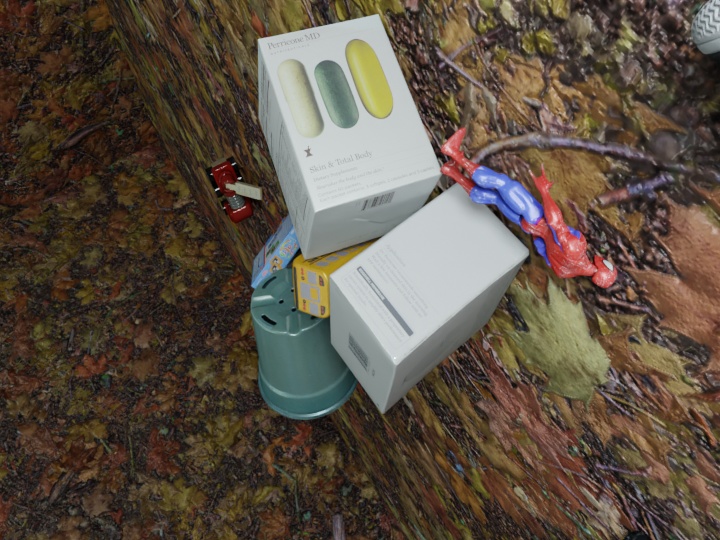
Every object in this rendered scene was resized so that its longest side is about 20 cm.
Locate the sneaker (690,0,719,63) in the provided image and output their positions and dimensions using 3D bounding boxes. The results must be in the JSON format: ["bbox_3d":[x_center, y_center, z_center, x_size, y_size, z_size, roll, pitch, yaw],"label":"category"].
[{"bbox_3d":[0.232,-0.103,0.218,0.116,0.074,0.200,59,169,-2],"label":"sneaker"}]

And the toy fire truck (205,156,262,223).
[{"bbox_3d":[-0.352,-0.219,1.672,0.201,0.126,0.180,55,166,50],"label":"toy fire truck"}]

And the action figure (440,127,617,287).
[{"bbox_3d":[0.159,-0.056,0.543,0.201,0.051,0.066,48,166,21],"label":"action figure"}]

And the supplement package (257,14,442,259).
[{"bbox_3d":[-0.023,-0.150,0.670,0.151,0.147,0.206,118,133,-70],"label":"supplement package"}]

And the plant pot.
[{"bbox_3d":[-0.102,0.115,0.998,0.200,0.197,0.200,44,153,38],"label":"plant pot"}]

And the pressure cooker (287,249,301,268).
[{"bbox_3d":[-0.111,0.036,1.218,0.178,0.197,0.179,41,157,45],"label":"pressure cooker"}]

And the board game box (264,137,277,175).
[{"bbox_3d":[-0.140,-0.200,1.216,0.201,0.023,0.107,49,158,35],"label":"board game box"}]

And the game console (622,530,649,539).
[{"bbox_3d":[0.319,0.441,0.641,0.180,0.197,0.116,62,161,-10],"label":"game console"}]

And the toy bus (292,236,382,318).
[{"bbox_3d":[-0.012,-0.010,0.770,0.076,0.198,0.067,12,116,33],"label":"toy bus"}]

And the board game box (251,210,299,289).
[{"bbox_3d":[-0.131,-0.067,1.056,0.036,0.202,0.152,34,-171,-17],"label":"board game box"}]

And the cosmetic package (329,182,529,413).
[{"bbox_3d":[0.071,0.037,0.688,0.124,0.197,0.201,49,161,20],"label":"cosmetic package"}]
